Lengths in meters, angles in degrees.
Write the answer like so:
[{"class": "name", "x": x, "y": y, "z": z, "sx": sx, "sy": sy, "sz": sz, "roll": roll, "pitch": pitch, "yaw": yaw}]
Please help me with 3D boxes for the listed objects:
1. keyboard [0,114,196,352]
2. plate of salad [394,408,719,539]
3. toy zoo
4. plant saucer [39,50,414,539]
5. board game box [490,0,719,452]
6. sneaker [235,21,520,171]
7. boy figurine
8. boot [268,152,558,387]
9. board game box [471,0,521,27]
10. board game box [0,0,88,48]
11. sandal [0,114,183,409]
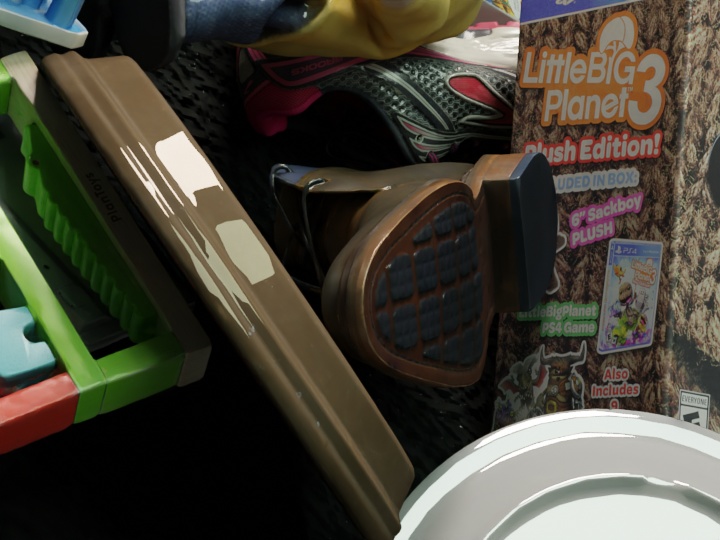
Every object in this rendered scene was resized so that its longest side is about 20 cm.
[{"class": "keyboard", "x": -0.137, "y": -0.048, "z": 0.915, "sx": 0.200, "sy": 0.011, "sz": 0.056, "roll": 45, "pitch": 32, "yaw": 19}, {"class": "plate of salad", "x": 0.091, "y": 0.144, "z": 0.934, "sx": 0.198, "sy": 0.048, "sz": 0.201, "roll": 4, "pitch": 65, "yaw": -9}, {"class": "toy zoo", "x": -0.162, "y": 0.011, "z": 0.831, "sx": 0.199, "sy": 0.021, "sz": 0.132, "roll": -21, "pitch": 61, "yaw": -28}, {"class": "plant saucer", "x": -0.040, "y": 0.007, "z": 0.903, "sx": 0.201, "sy": 0.029, "sz": 0.200, "roll": 56, "pitch": -3, "yaw": 4}, {"class": "board game box", "x": 0.145, "y": -0.009, "z": 1.072, "sx": 0.159, "sy": 0.097, "sz": 0.202, "roll": 11, "pitch": 79, "yaw": -38}, {"class": "sneaker", "x": 0.036, "y": -0.061, "z": 1.112, "sx": 0.199, "sy": 0.081, "sz": 0.075, "roll": 19, "pitch": 58, "yaw": -21}, {"class": "boy figurine", "x": -0.016, "y": -0.108, "z": 0.996, "sx": 0.199, "sy": 0.124, "sz": 0.065, "roll": -13, "pitch": 103, "yaw": -42}, {"class": "boot", "x": 0.000, "y": 0.000, "z": 0.956, "sx": 0.200, "sy": 0.096, "sz": 0.075, "roll": -25, "pitch": 113, "yaw": -68}, {"class": "board game box", "x": -0.004, "y": -0.169, "z": 1.180, "sx": 0.199, "sy": 0.064, "sz": 0.148, "roll": 28, "pitch": 40, "yaw": -25}, {"class": "board game box", "x": -0.205, "y": -0.152, "z": 0.924, "sx": 0.199, "sy": 0.026, "sz": 0.200, "roll": 16, "pitch": 19, "yaw": -33}, {"class": "sandal", "x": -0.132, "y": -0.019, "z": 0.932, "sx": 0.200, "sy": 0.048, "sz": 0.075, "roll": 44, "pitch": 35, "yaw": 19}]
